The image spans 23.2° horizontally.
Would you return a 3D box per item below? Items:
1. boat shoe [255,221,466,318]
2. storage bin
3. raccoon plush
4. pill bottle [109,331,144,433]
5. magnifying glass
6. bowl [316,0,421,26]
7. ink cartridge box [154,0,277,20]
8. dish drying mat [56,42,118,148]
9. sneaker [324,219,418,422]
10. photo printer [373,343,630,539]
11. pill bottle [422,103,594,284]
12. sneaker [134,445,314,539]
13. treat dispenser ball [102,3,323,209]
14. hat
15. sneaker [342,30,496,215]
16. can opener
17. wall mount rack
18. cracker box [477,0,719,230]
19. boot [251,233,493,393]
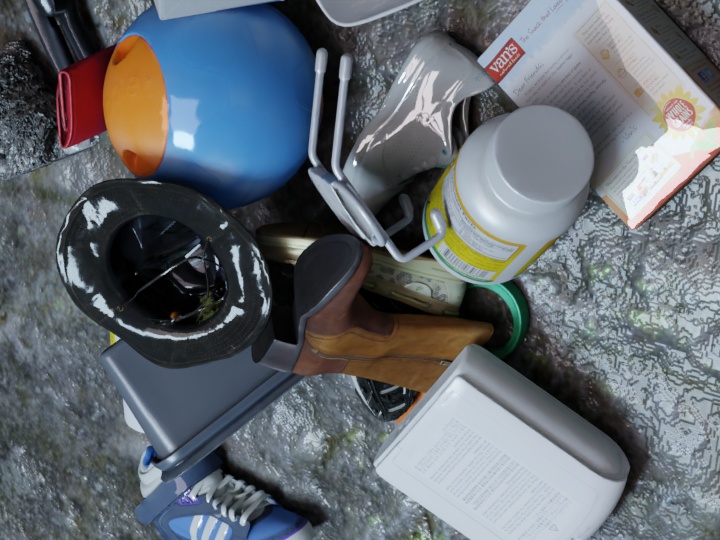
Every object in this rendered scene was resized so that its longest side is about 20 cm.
[{"bbox_3d":[0.000,0.000,1.587,0.200,0.073,0.063,11,105,-4],"label":"boat shoe"},{"bbox_3d":[-0.147,0.087,1.671,0.134,0.200,0.146,54,169,-3],"label":"storage bin"},{"bbox_3d":[-0.322,-0.175,1.761,0.200,0.097,0.134,-13,99,49],"label":"raccoon plush"},{"bbox_3d":[-0.197,0.057,1.769,0.114,0.114,0.200,12,114,29],"label":"pill bottle"},{"bbox_3d":[0.091,0.083,1.654,0.080,0.022,0.200,42,123,13],"label":"magnifying glass"},{"bbox_3d":[0.028,-0.329,1.500,0.200,0.075,0.200,-20,97,37],"label":"bowl"},{"bbox_3d":[-0.145,-0.319,1.555,0.068,0.115,0.200,95,160,-49],"label":"ink cartridge box"},{"bbox_3d":[-0.229,-0.176,1.645,0.018,0.200,0.077,7,112,20],"label":"dish drying mat"},{"bbox_3d":[-0.002,0.048,1.672,0.079,0.074,0.200,-17,95,66],"label":"sneaker"},{"bbox_3d":[0.135,0.180,1.608,0.200,0.069,0.166,35,127,-3],"label":"photo printer"},{"bbox_3d":[0.125,-0.065,1.461,0.113,0.113,0.200,51,163,6],"label":"pill bottle"},{"bbox_3d":[-0.151,0.230,1.826,0.200,0.081,0.147,-8,108,40],"label":"sneaker"},{"bbox_3d":[-0.133,-0.155,1.591,0.201,0.201,0.201,12,114,29],"label":"treat dispenser ball"},{"bbox_3d":[-0.166,-0.014,1.572,0.201,0.081,0.201,7,122,10],"label":"hat"},{"bbox_3d":[0.051,-0.111,1.570,0.088,0.075,0.200,37,122,13],"label":"sneaker"},{"bbox_3d":[-0.299,-0.236,1.756,0.063,0.079,0.200,-11,111,27],"label":"can opener"},{"bbox_3d":[-0.004,-0.095,1.484,0.075,0.200,0.174,-35,104,-5],"label":"wall mount rack"},{"bbox_3d":[0.213,-0.153,1.459,0.200,0.058,0.134,49,126,6],"label":"cracker box"},{"bbox_3d":[0.029,0.047,1.549,0.188,0.200,0.068,-57,32,40],"label":"boot"}]
